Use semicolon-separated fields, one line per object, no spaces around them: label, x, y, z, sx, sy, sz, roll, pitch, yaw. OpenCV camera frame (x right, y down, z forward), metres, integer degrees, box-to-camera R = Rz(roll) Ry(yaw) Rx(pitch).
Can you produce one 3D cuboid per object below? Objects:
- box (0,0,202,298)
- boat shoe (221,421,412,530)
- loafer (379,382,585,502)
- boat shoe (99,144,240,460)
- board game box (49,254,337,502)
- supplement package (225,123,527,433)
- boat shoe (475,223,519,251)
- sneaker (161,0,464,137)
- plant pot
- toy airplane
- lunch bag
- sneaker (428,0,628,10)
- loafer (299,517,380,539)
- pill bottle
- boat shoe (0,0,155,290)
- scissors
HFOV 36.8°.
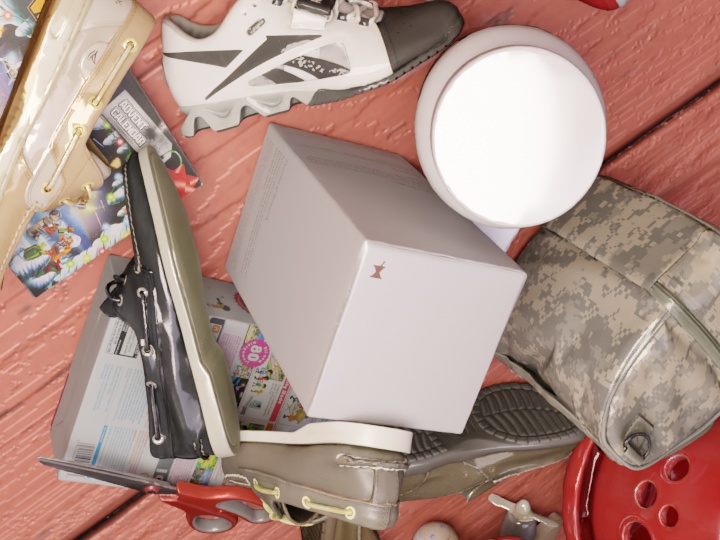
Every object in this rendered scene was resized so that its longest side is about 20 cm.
box;-0.206;-0.099;0.675;0.136;0.040;0.201;-34;124;-5
boat shoe;-0.038;0.135;0.705;0.071;0.201;0.061;12;73;-31
loafer;0.098;0.151;0.924;0.196;0.076;0.071;-6;130;-15
boat shoe;-0.131;0.026;0.687;0.065;0.075;0.203;-14;100;5
board game box;-0.110;0.088;0.798;0.197;0.064;0.149;15;110;-27
supplement package;0.000;0.000;0.718;0.115;0.200;0.119;11;111;-27
boat shoe;0.099;-0.075;0.803;0.071;0.068;0.202;31;101;-3
sneaker;-0.035;-0.152;0.680;0.196;0.074;0.090;-14;112;8
plant pot;0.284;0.201;0.932;0.198;0.181;0.205;-9;103;-42
toy airplane;0.094;0.288;0.960;0.199;0.142;0.200;-43;167;11
lunch bag;0.199;0.041;0.832;0.168;0.200;0.139;-45;121;0
sneaker;0.089;-0.208;0.729;0.198;0.071;0.113;32;96;-25
loafer;-0.015;0.222;0.906;0.066;0.076;0.203;-10;129;-19
pill bottle;0.089;-0.090;0.664;0.114;0.200;0.119;1;102;3
boat shoe;-0.177;-0.071;0.632;0.068;0.074;0.202;20;106;-24
scissors;-0.133;0.151;0.763;0.072;0.014;0.200;-19;144;23
